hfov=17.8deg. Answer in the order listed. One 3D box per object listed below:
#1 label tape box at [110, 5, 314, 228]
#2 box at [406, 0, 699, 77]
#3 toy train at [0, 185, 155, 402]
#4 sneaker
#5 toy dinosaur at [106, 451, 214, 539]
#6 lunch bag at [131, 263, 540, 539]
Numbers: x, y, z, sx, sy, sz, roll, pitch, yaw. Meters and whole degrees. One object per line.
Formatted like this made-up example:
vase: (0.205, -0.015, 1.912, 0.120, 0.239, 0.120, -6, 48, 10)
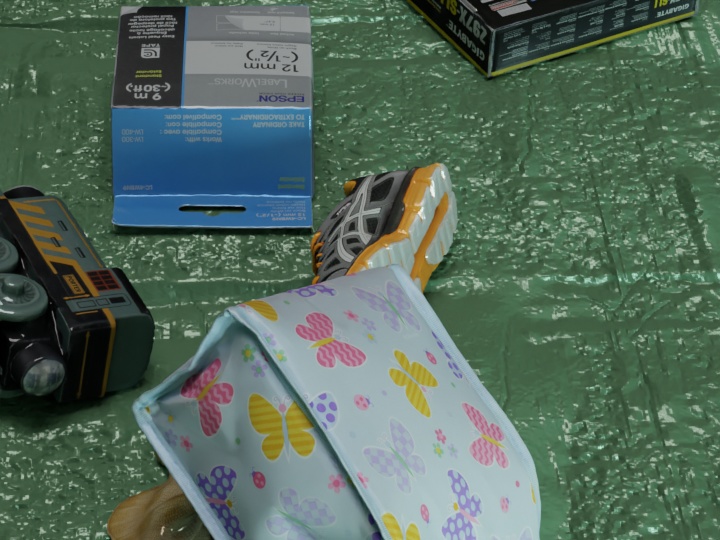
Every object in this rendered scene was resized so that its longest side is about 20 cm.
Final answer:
label tape box: (-0.104, -0.112, 1.634, 0.142, 0.066, 0.201, 0, 36, -2)
box: (0.143, -0.233, 1.813, 0.199, 0.050, 0.160, -19, 45, -25)
toy train: (-0.212, 0.011, 1.466, 0.113, 0.086, 0.200, -6, 35, -29)
sneaker: (0.000, 0.000, 1.498, 0.077, 0.079, 0.200, 2, 32, 23)
toy dinosaur: (-0.103, 0.147, 1.326, 0.100, 0.059, 0.200, -5, 28, 15)
lunch bag: (-0.003, 0.114, 1.265, 0.200, 0.127, 0.169, 53, 33, 14)
